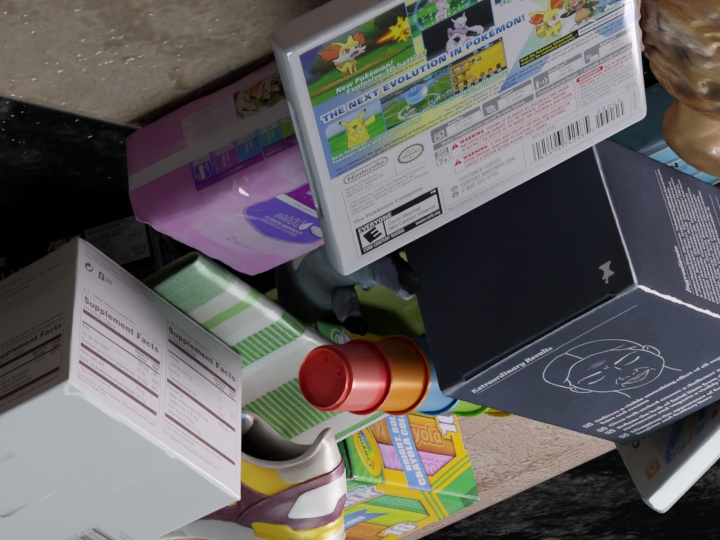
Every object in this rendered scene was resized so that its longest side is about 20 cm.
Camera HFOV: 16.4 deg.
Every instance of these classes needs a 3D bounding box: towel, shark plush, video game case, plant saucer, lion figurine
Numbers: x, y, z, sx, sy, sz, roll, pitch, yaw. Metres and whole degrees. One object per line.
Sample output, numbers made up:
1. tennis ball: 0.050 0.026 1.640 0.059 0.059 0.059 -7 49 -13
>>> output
1. towel: -0.084 0.064 1.582 0.152 0.023 0.200 -29 133 33
2. shark plush: 0.000 0.000 1.527 0.091 0.083 0.200 -5 -174 -34
3. video game case: 0.237 0.041 1.641 0.022 0.182 0.200 37 104 -23
4. video game case: 0.058 -0.103 1.316 0.200 0.022 0.182 -28 142 -11
5. plant saucer: -0.001 0.015 1.722 0.200 0.031 0.200 -12 158 -5
6. lion figurine: 0.210 -0.095 1.459 0.122 0.073 0.200 25 153 10

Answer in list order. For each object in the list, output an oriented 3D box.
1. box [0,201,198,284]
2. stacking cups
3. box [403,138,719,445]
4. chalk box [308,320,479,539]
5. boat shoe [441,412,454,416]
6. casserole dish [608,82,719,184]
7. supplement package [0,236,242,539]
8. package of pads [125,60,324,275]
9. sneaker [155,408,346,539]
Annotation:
1. box: -0.199 0.028 1.605 0.200 0.050 0.158 -17 159 10
2. stacking cups: 0.033 0.069 1.562 0.060 0.061 0.200 -29 164 34
3. box: 0.150 0.017 1.511 0.148 0.107 0.200 -30 150 30
4. chalk box: -0.032 0.119 1.750 0.125 0.124 0.200 -28 155 32
5. boat shoe: 0.109 0.060 1.791 0.068 0.072 0.200 -30 177 27
6. casserole dish: 0.174 -0.067 1.610 0.200 0.039 0.121 -27 156 29
7. supplement package: -0.195 0.097 1.513 0.200 0.111 0.156 -26 135 28
8. package of pads: -0.022 -0.071 1.425 0.200 0.076 0.120 -24 157 24
9. sneaker: -0.104 0.126 1.596 0.200 0.090 0.075 4 -159 13
